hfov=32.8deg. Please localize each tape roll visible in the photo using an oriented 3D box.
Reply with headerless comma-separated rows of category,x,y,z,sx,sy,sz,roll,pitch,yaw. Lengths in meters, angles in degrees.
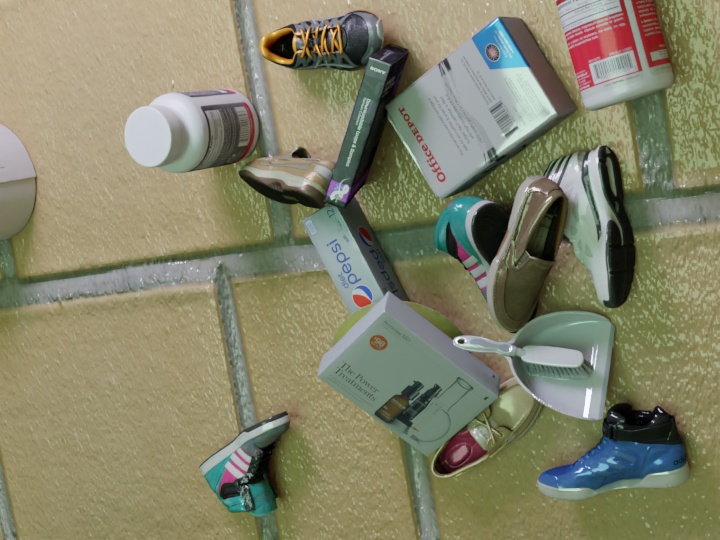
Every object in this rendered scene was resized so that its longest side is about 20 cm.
tape roll,-0.651,-0.138,1.995,0.200,0.139,0.206,6,103,28

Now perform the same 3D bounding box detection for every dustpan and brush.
dustpan and brush,0.219,0.110,1.573,0.197,0.057,0.141,6,70,18

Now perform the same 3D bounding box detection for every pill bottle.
pill bottle,0.297,-0.303,1.466,0.111,0.112,0.203,-14,93,29
pill bottle,-0.239,-0.196,1.726,0.109,0.199,0.112,6,103,28

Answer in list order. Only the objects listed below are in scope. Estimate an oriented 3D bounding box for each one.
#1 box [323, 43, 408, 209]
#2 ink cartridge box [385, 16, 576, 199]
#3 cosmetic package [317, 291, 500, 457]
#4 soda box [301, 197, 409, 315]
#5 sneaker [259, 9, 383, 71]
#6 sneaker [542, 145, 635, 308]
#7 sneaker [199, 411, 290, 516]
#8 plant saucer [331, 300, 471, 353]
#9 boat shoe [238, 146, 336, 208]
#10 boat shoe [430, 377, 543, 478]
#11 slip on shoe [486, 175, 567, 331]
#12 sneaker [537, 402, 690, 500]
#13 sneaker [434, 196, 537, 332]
box,0.008,-0.194,1.626,0.036,0.143,0.202,22,110,4
ink cartridge box,0.153,-0.208,1.578,0.199,0.084,0.147,-34,84,30
cosmetic package,0.065,0.142,1.635,0.199,0.052,0.151,36,120,-14
soda box,0.000,0.000,1.712,0.063,0.068,0.202,-30,86,27
sneaker,-0.053,-0.306,1.658,0.198,0.077,0.080,-5,92,40
sneaker,0.280,-0.050,1.560,0.114,0.075,0.204,-8,88,38
sneaker,-0.154,0.304,1.845,0.200,0.083,0.122,-40,76,36
plant saucer,0.055,0.132,1.679,0.197,0.031,0.202,5,124,7
boat shoe,-0.096,-0.138,1.724,0.199,0.071,0.077,18,75,49
boat shoe,0.170,0.221,1.663,0.074,0.069,0.200,47,117,12
slip on shoe,0.213,-0.015,1.523,0.061,0.075,0.203,37,115,57
sneaker,0.316,0.228,1.580,0.197,0.077,0.113,-11,101,25
sneaker,0.159,-0.017,1.613,0.121,0.083,0.202,36,153,56
